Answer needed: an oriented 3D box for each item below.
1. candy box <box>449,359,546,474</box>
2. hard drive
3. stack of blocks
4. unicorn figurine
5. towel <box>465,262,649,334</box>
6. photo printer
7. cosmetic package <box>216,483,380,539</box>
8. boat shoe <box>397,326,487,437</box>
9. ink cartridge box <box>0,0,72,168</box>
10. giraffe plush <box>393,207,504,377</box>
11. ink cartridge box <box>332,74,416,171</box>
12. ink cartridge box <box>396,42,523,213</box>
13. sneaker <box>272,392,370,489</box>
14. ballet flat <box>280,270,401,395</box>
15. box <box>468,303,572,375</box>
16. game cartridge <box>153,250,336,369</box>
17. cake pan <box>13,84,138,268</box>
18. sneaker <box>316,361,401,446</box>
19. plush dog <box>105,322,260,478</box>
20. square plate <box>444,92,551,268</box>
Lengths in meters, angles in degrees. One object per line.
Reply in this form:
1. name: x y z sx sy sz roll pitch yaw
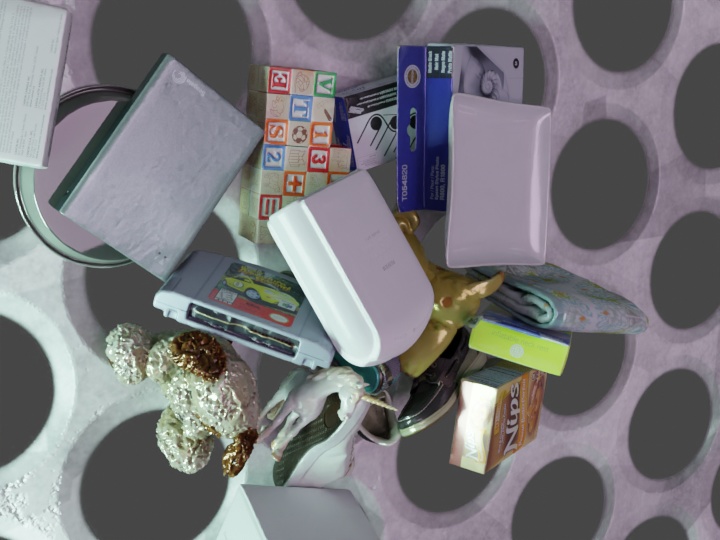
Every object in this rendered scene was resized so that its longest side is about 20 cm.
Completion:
1. candy box: 0.190 0.189 1.359 0.200 0.055 0.116 -11 110 -61
2. hard drive: -0.211 -0.109 1.077 0.139 0.033 0.201 37 83 -31
3. stack of blocks: -0.074 -0.134 1.177 0.114 0.058 0.202 -1 103 -30
4. unicorn figurine: -0.064 0.155 1.169 0.138 0.200 0.074 -49 117 -4
5. towel: 0.253 0.032 1.326 0.170 0.200 0.049 2 108 -32
6. photo printer: 0.000 0.000 1.104 0.201 0.069 0.166 61 32 -3
7. cosmetic package: -0.082 0.391 1.216 0.166 0.166 0.201 11 113 -31
8. boat shoe: 0.098 0.141 1.318 0.201 0.072 0.066 -40 102 -46
9. ink cartridge box: -0.396 -0.197 0.986 0.198 0.050 0.162 10 89 -12
10. giraffe plush: 0.060 0.018 1.247 0.162 0.200 0.173 42 69 -3
11. ink cartridge box: 0.061 -0.196 1.247 0.199 0.044 0.095 -21 112 -25
12. ink cartridge box: 0.125 -0.173 1.222 0.199 0.040 0.201 -12 106 -43
13. sneaker: -0.029 0.205 1.248 0.084 0.073 0.200 16 130 -29
14. ballet flat: -0.024 0.069 1.203 0.072 0.200 0.072 -36 153 -22
15. box: 0.209 0.086 1.296 0.121 0.200 0.048 16 97 11
16. game cartridge: -0.115 0.038 1.111 0.199 0.133 0.041 19 110 0
17. cake pan: -0.269 -0.098 1.088 0.199 0.037 0.202 -8 106 -28
18. sneaker: -0.003 0.140 1.268 0.067 0.090 0.201 -34 117 -18
19. plush dog: -0.167 0.130 1.123 0.160 0.171 0.201 -33 115 -19
20. square plate: 0.163 -0.105 1.216 0.199 0.028 0.200 -2 95 -45
